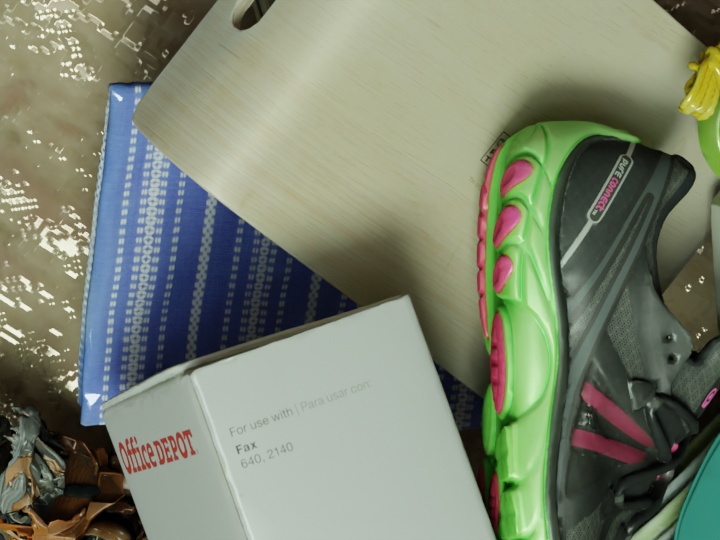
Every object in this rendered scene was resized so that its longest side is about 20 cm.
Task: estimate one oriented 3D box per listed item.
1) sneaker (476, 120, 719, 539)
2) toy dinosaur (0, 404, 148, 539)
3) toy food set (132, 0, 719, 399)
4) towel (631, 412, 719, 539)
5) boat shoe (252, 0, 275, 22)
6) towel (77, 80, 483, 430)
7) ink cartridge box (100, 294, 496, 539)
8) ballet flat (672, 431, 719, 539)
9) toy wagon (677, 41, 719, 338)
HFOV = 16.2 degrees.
[{"bbox_3d":[0.082,0.051,0.830,0.084,0.077,0.200,-1,98,-7],"label":"sneaker"},{"bbox_3d":[-0.076,0.116,1.000,0.136,0.102,0.200,-15,150,27],"label":"toy dinosaur"},{"bbox_3d":[0.040,-0.049,0.875,0.200,0.060,0.144,37,95,-27],"label":"toy food set"},{"bbox_3d":[0.176,0.139,0.937,0.171,0.048,0.200,-43,109,-11],"label":"towel"},{"bbox_3d":[-0.018,-0.119,0.892,0.075,0.062,0.200,-29,124,12],"label":"boat shoe"},{"bbox_3d":[0.000,0.000,0.928,0.200,0.024,0.145,2,122,-13],"label":"towel"},{"bbox_3d":[-0.006,0.121,0.849,0.086,0.146,0.200,-18,88,-17],"label":"ink cartridge box"},{"bbox_3d":[0.134,0.120,0.859,0.071,0.069,0.200,12,109,-35],"label":"ballet flat"},{"bbox_3d":[0.184,-0.015,0.878,0.200,0.040,0.155,40,85,-18],"label":"toy wagon"}]
